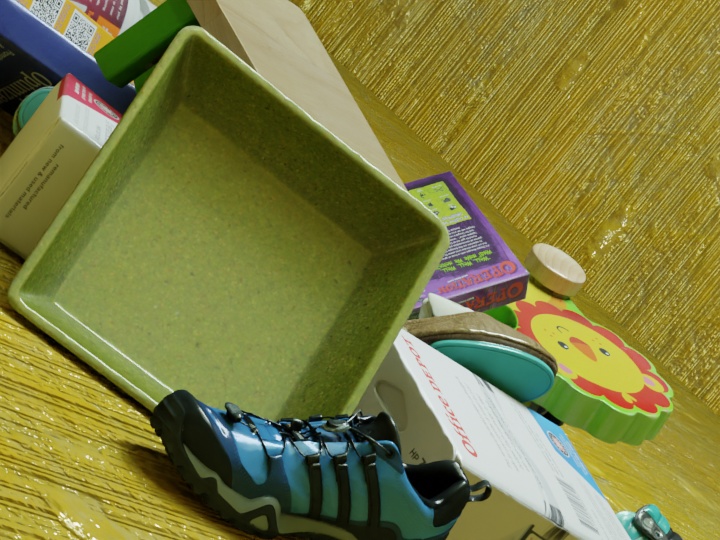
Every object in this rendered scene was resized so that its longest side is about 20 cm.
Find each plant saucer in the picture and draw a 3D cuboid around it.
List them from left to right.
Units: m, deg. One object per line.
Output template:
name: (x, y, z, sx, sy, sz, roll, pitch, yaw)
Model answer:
plant saucer: (-0.075, 0.001, 1.265, 0.199, 0.201, 0.048, 38, -26, -14)

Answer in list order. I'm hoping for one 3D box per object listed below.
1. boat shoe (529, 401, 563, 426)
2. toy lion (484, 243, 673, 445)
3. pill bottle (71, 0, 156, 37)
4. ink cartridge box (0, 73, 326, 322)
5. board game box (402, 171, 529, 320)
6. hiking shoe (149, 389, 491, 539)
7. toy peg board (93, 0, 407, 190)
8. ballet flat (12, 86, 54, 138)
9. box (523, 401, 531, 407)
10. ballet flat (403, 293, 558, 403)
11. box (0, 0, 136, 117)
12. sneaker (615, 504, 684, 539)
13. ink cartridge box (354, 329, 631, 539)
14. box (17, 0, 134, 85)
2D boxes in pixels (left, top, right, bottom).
boat shoe: (0.121, 0.116, 1.651, 0.070, 0.071, 0.202, 25, 34, -59)
toy lion: (0.125, 0.051, 1.617, 0.199, 0.069, 0.192, 14, 27, -36)
pill bottle: (-0.244, -0.211, 1.789, 0.200, 0.110, 0.110, 32, 11, -44)
ink cartridge box: (-0.125, -0.017, 1.362, 0.199, 0.086, 0.148, 37, 8, -14)
board game box: (0.000, 0.000, 1.536, 0.120, 0.198, 0.033, -127, -151, -45)
hiking shoe: (-0.025, 0.098, 1.180, 0.200, 0.087, 0.074, 33, 10, -39)
toy peg board: (-0.069, -0.090, 1.479, 0.200, 0.097, 0.200, 60, 15, 19)
ballet flat: (-0.148, -0.044, 1.500, 0.200, 0.074, 0.074, 45, 9, 11)
box: (0.010, 0.059, 1.573, 0.199, 0.048, 0.122, 28, 4, 23)
ballet flat: (0.026, 0.050, 1.454, 0.198, 0.068, 0.073, -5, 44, -13)
box: (-0.213, -0.127, 1.558, 0.199, 0.033, 0.121, 34, -20, -21)
sneaker: (0.210, 0.227, 1.579, 0.120, 0.084, 0.200, 37, 9, -12)
ink cartridge box: (0.068, 0.132, 1.383, 0.199, 0.086, 0.147, 31, 19, -40)
box: (-0.231, -0.164, 1.629, 0.118, 0.042, 0.200, 13, -18, 35)
